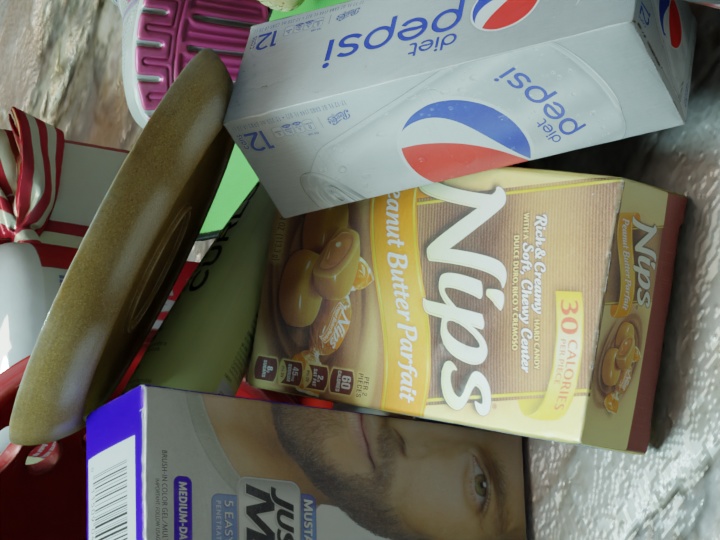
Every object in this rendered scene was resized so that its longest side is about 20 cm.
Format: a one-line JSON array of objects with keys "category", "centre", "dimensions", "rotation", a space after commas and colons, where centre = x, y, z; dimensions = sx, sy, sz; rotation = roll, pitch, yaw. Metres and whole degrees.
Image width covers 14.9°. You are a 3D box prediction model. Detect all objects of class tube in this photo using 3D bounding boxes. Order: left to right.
[{"category": "tube", "centre": [-0.063, 0.011, 1.314], "dimensions": [0.058, 0.052, 0.201], "rotation": [5, 58, 39]}]

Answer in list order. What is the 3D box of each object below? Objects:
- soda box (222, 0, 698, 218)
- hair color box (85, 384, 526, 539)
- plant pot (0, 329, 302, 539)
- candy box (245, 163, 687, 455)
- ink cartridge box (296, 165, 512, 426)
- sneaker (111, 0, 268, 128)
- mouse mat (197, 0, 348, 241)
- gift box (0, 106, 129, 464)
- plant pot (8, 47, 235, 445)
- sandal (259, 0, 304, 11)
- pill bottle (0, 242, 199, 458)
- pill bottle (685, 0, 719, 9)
[{"category": "soda box", "centre": [0.043, -0.085, 1.207], "dimensions": [0.199, 0.064, 0.068], "rotation": [-13, 41, 25]}, {"category": "hair color box", "centre": [-0.022, 0.120, 1.240], "dimensions": [0.065, 0.199, 0.110], "rotation": [-28, 59, 53]}, {"category": "plant pot", "centre": [-0.108, 0.157, 1.364], "dimensions": [0.183, 0.199, 0.201], "rotation": [90, 169, -58]}, {"category": "candy box", "centre": [0.044, 0.011, 1.240], "dimensions": [0.199, 0.055, 0.116], "rotation": [8, 88, 42]}, {"category": "ink cartridge box", "centre": [0.000, 0.000, 1.383], "dimensions": [0.200, 0.050, 0.163], "rotation": [-2, 81, 56]}, {"category": "sneaker", "centre": [-0.103, -0.165, 1.577], "dimensions": [0.088, 0.081, 0.201], "rotation": [-24, 54, 57]}, {"category": "mouse mat", "centre": [-0.021, -0.111, 1.430], "dimensions": [0.161, 0.008, 0.201], "rotation": [-10, 58, 59]}, {"category": "gift box", "centre": [-0.244, 0.020, 1.653], "dimensions": [0.187, 0.199, 0.185], "rotation": [-36, 58, 49]}, {"category": "plant pot", "centre": [-0.101, -0.005, 1.251], "dimensions": [0.201, 0.027, 0.200], "rotation": [-63, -2, -4]}, {"category": "sandal", "centre": [-0.035, -0.172, 1.451], "dimensions": [0.212, 0.077, 0.070], "rotation": [-125, 47, -68]}, {"category": "pill bottle", "centre": [-0.146, 0.045, 1.458], "dimensions": [0.112, 0.199, 0.113], "rotation": [-174, 90, -68]}, {"category": "pill bottle", "centre": [0.106, -0.168, 1.093], "dimensions": [0.111, 0.199, 0.111], "rotation": [-23, 63, 56]}]
